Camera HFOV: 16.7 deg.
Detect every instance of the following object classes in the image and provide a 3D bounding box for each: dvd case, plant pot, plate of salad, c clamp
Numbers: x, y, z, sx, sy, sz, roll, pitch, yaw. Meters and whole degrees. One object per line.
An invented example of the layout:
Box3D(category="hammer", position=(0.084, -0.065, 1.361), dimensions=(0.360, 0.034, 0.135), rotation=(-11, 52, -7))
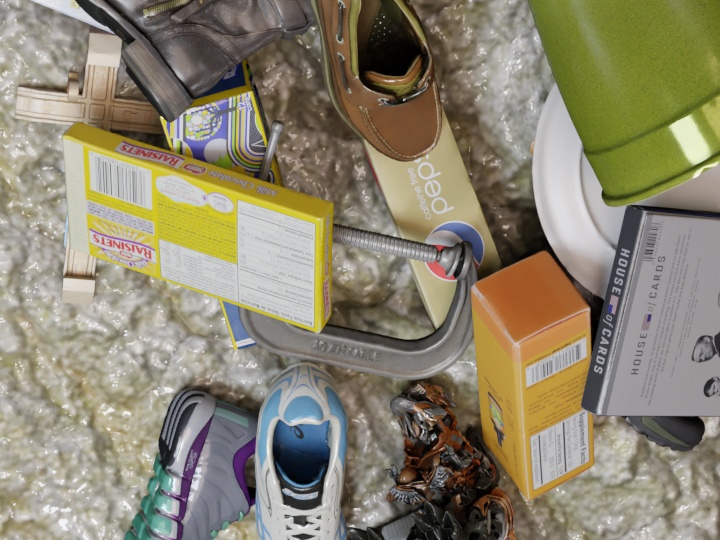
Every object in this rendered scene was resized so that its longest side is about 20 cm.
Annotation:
Box3D(category="dvd case", position=(0.247, 0.032, 1.774), dimensions=(0.199, 0.025, 0.151), rotation=(4, 102, -43))
Box3D(category="plant pot", position=(0.200, -0.179, 1.643), dimensions=(0.200, 0.200, 0.194), rotation=(-32, 99, 3))
Box3D(category="plate of salad", position=(0.201, -0.073, 1.773), dimensions=(0.199, 0.048, 0.202), rotation=(0, 91, -31))
Box3D(category="c clamp", position=(0.000, 0.000, 1.712), dimensions=(0.199, 0.027, 0.172), rotation=(17, 117, -17))

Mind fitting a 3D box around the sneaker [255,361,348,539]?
Box3D(category="sneaker", position=(-0.045, 0.162, 1.776), dimensions=(0.071, 0.073, 0.201), rotation=(2, 123, 5))

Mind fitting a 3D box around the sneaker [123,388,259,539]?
Box3D(category="sneaker", position=(-0.121, 0.191, 1.819), dimensions=(0.087, 0.074, 0.201), rotation=(15, 105, -18))

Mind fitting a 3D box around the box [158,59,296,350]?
Box3D(category="box", position=(-0.085, -0.047, 1.725), dimensions=(0.070, 0.064, 0.201), rotation=(-15, 123, 1))

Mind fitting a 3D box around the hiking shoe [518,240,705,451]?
Box3D(category="hiking shoe", position=(0.208, 0.045, 1.813), dimensions=(0.100, 0.076, 0.200), rotation=(-38, 106, 6))

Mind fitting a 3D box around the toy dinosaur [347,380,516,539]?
Box3D(category="toy dinosaur", position=(0.075, 0.183, 1.809), dimensions=(0.200, 0.136, 0.102), rotation=(47, 128, 11))

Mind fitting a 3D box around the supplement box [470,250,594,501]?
Box3D(category="supplement box", position=(0.126, 0.079, 1.769), dimensions=(0.068, 0.067, 0.201), rotation=(-25, 144, -15))

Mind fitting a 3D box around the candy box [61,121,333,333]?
Box3D(category="candy box", position=(-0.112, -0.030, 1.673), dimensions=(0.199, 0.026, 0.103), rotation=(18, 135, 18))

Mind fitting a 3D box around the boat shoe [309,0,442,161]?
Box3D(category="boat shoe", position=(0.013, -0.136, 1.622), dimensions=(0.072, 0.068, 0.200), rotation=(-32, 135, -4))

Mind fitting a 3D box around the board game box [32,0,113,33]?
Box3D(category="board game box", position=(-0.141, -0.259, 1.677), dimensions=(0.198, 0.041, 0.201), rotation=(22, 105, -15))

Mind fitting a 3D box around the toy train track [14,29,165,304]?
Box3D(category="toy train track", position=(-0.192, -0.069, 1.739), dimensions=(0.114, 0.033, 0.201), rotation=(5, 109, -10))

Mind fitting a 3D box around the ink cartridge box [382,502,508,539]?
Box3D(category="ink cartridge box", position=(0.043, 0.291, 1.892), dimensions=(0.199, 0.041, 0.201), rotation=(-25, 110, 0))

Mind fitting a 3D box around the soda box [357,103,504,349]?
Box3D(category="soda box", position=(0.050, -0.050, 1.763), dimensions=(0.064, 0.068, 0.201), rotation=(-21, 110, -1))

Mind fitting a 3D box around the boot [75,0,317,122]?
Box3D(category="boot", position=(-0.107, -0.214, 1.639), dimensions=(0.174, 0.069, 0.201), rotation=(-36, 94, -6))
